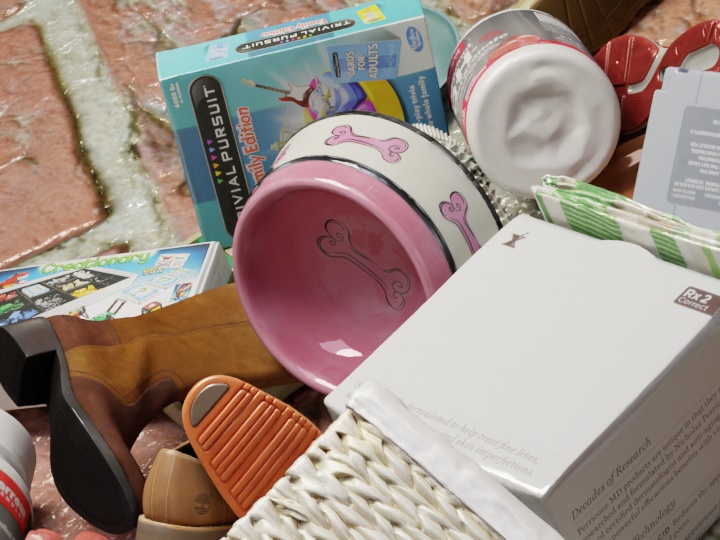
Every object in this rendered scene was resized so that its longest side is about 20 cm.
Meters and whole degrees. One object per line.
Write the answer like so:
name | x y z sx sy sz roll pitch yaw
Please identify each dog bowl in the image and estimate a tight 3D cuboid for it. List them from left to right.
dog bowl | 0.000 0.000 1.680 0.199 0.201 0.074 6 29 35

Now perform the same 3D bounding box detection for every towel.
towel | 0.206 0.015 1.595 0.199 0.153 0.023 19 56 45

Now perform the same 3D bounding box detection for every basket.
basket | 0.031 0.209 1.371 0.200 0.199 0.161 37 70 25

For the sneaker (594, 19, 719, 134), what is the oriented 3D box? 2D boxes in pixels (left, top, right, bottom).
sneaker | 0.255 -0.129 1.843 0.200 0.115 0.079 0 80 63

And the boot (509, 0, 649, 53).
boot | 0.157 -0.243 2.025 0.200 0.073 0.155 -38 38 -23

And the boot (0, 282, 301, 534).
boot | -0.124 0.090 1.694 0.199 0.069 0.188 -8 37 -33

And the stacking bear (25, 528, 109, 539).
stacking bear | -0.098 0.221 1.541 0.198 0.121 0.115 1 84 18

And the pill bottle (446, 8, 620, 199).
pill bottle | 0.121 -0.130 1.844 0.110 0.111 0.200 -22 17 2

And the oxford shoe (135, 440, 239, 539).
oxford shoe | -0.072 0.132 1.598 0.071 0.072 0.200 7 3 23

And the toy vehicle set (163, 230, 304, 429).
toy vehicle set | -0.112 0.047 1.842 0.124 0.027 0.200 -35 37 -16

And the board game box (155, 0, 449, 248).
board game box | -0.037 -0.109 1.870 0.199 0.152 0.047 -14 32 0

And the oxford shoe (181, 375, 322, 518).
oxford shoe | -0.039 0.136 1.550 0.071 0.200 0.073 -46 18 -4

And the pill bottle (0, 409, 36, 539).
pill bottle | -0.282 0.186 1.683 0.113 0.114 0.201 -11 37 17

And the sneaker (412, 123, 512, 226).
sneaker | 0.065 -0.001 1.776 0.100 0.069 0.201 -50 49 28

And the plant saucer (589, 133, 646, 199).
plant saucer | 0.220 -0.041 1.759 0.199 0.038 0.201 -16 36 12

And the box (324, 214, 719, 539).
box | 0.123 0.091 1.562 0.200 0.131 0.198 -42 39 -25

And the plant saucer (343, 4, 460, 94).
plant saucer | -0.009 -0.143 2.022 0.199 0.036 0.201 -15 37 11

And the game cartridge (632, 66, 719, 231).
game cartridge | 0.260 -0.057 1.626 0.199 0.040 0.134 15 90 49

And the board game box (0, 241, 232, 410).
board game box | -0.202 0.042 1.844 0.199 0.035 0.127 -7 40 22
